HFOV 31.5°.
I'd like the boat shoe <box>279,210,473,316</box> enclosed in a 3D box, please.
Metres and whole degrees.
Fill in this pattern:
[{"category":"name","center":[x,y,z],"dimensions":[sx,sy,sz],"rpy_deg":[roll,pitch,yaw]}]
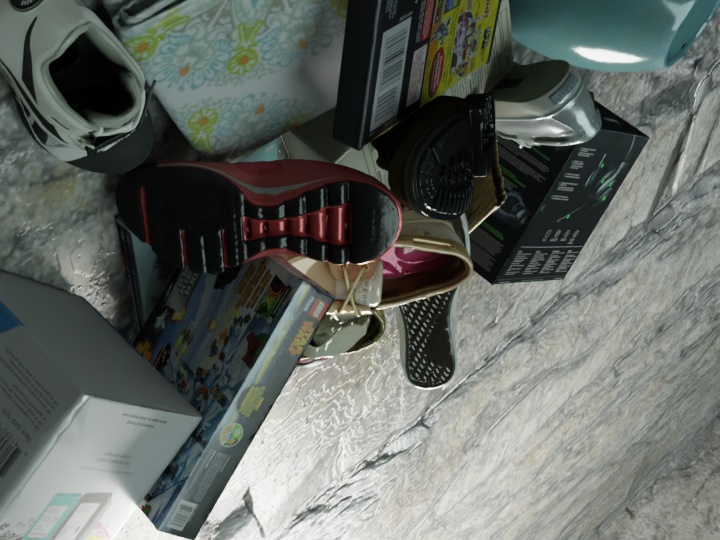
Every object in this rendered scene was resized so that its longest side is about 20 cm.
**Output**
[{"category":"boat shoe","center":[0.000,0.000,1.005],"dimensions":[0.198,0.069,0.074],"rpy_deg":[-15,127,-24]}]

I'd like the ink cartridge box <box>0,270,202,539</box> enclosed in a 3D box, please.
[{"category":"ink cartridge box","center":[-0.242,0.125,0.853],"dimensions":[0.201,0.147,0.146],"rpy_deg":[-52,155,5]}]

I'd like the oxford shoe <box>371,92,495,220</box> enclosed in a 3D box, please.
[{"category":"oxford shoe","center":[0.042,-0.081,0.906],"dimensions":[0.200,0.084,0.073],"rpy_deg":[-48,139,-69]}]

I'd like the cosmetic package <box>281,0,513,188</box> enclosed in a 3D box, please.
[{"category":"cosmetic package","center":[0.031,-0.144,1.027],"dimensions":[0.200,0.071,0.105],"rpy_deg":[-44,155,-14]}]

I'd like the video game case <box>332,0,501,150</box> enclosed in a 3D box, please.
[{"category":"video game case","center":[0.050,-0.201,0.840],"dimensions":[0.180,0.025,0.201],"rpy_deg":[-38,146,-46]}]

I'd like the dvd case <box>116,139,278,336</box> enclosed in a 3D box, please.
[{"category":"dvd case","center":[-0.122,-0.007,1.019],"dimensions":[0.146,0.022,0.201],"rpy_deg":[-36,152,-28]}]

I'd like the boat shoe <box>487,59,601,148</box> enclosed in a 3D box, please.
[{"category":"boat shoe","center":[0.138,-0.135,1.093],"dimensions":[0.070,0.201,0.072],"rpy_deg":[-43,109,-9]}]

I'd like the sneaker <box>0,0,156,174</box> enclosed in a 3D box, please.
[{"category":"sneaker","center":[-0.160,-0.099,0.762],"dimensions":[0.074,0.088,0.200],"rpy_deg":[-48,156,-8]}]

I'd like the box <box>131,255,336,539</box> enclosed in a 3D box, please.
[{"category":"box","center":[-0.115,0.073,0.928],"dimensions":[0.040,0.137,0.201],"rpy_deg":[28,95,-43]}]

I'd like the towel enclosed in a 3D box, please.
[{"category":"towel","center":[-0.061,-0.159,0.841],"dimensions":[0.170,0.048,0.200],"rpy_deg":[-27,152,1]}]

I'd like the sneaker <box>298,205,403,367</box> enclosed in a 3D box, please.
[{"category":"sneaker","center":[-0.021,-0.004,1.130],"dimensions":[0.201,0.071,0.098],"rpy_deg":[-57,154,9]}]

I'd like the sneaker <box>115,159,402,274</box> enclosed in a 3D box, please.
[{"category":"sneaker","center":[-0.070,-0.043,0.899],"dimensions":[0.087,0.198,0.075],"rpy_deg":[-85,179,-71]}]

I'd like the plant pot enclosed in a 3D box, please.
[{"category":"plant pot","center":[0.240,-0.254,1.123],"dimensions":[0.200,0.134,0.201],"rpy_deg":[-45,161,-21]}]

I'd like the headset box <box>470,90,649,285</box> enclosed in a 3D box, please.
[{"category":"headset box","center":[0.194,-0.094,1.334],"dimensions":[0.174,0.093,0.201],"rpy_deg":[-4,128,-56]}]

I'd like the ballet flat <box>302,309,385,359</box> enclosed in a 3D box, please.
[{"category":"ballet flat","center":[-0.065,0.053,1.037],"dimensions":[0.198,0.071,0.071],"rpy_deg":[-13,138,-30]}]

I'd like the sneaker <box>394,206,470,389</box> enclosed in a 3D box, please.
[{"category":"sneaker","center":[0.055,0.003,1.137],"dimensions":[0.072,0.085,0.202],"rpy_deg":[0,123,-4]}]

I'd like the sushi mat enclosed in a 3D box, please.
[{"category":"sushi mat","center":[0.090,-0.077,1.122],"dimensions":[0.012,0.097,0.200],"rpy_deg":[-4,169,-11]}]
